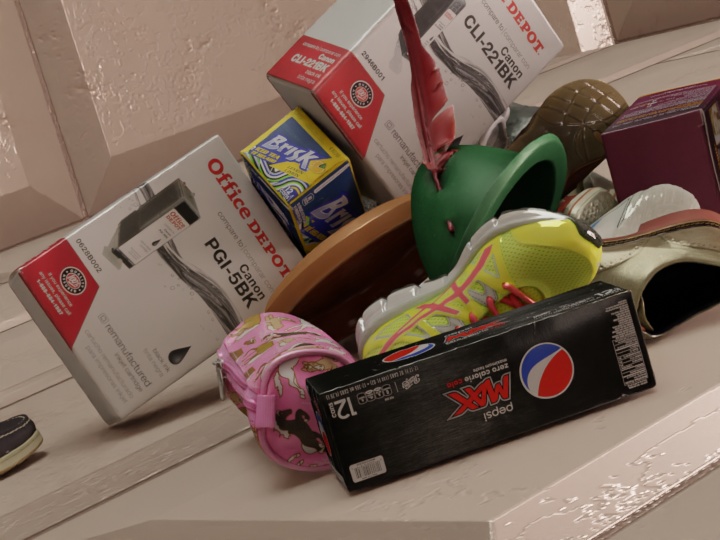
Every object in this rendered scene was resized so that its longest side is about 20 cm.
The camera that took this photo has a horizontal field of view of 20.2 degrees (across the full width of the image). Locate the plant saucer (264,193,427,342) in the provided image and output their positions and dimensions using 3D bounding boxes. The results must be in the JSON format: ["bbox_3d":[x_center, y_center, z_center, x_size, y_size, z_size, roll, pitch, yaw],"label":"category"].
[{"bbox_3d":[0.000,0.000,1.602,0.200,0.032,0.200,-34,-15,-11],"label":"plant saucer"}]

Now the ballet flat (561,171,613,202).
[{"bbox_3d":[0.183,-0.048,1.746,0.199,0.069,0.068,-23,8,-38],"label":"ballet flat"}]

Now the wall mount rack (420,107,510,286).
[{"bbox_3d":[0.072,-0.050,1.721,0.074,0.200,0.174,22,62,18],"label":"wall mount rack"}]

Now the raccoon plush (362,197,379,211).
[{"bbox_3d":[0.030,-0.038,1.978,0.133,0.097,0.200,-8,18,13],"label":"raccoon plush"}]

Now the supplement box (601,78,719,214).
[{"bbox_3d":[0.266,-0.087,1.670,0.085,0.111,0.200,-12,9,19],"label":"supplement box"}]

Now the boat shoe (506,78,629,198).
[{"bbox_3d":[0.157,-0.096,1.694,0.200,0.072,0.068,-42,-2,-41],"label":"boat shoe"}]

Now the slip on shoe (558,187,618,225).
[{"bbox_3d":[0.179,-0.030,1.612,0.061,0.075,0.200,-6,5,15],"label":"slip on shoe"}]

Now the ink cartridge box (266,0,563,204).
[{"bbox_3d":[0.047,-0.170,1.628,0.200,0.144,0.084,-47,33,-12],"label":"ink cartridge box"}]

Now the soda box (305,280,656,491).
[{"bbox_3d":[0.071,0.068,1.219,0.199,0.064,0.071,-18,7,-7],"label":"soda box"}]

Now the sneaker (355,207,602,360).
[{"bbox_3d":[0.078,0.037,1.297,0.200,0.078,0.091,-37,32,33],"label":"sneaker"}]

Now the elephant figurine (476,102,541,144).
[{"bbox_3d":[0.115,-0.067,1.897,0.200,0.156,0.141,-34,49,-30],"label":"elephant figurine"}]

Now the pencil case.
[{"bbox_3d":[-0.044,0.077,1.334,0.086,0.083,0.200,-35,11,-6],"label":"pencil case"}]

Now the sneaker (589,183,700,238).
[{"bbox_3d":[0.173,0.004,1.477,0.199,0.072,0.073,-30,-20,-33],"label":"sneaker"}]

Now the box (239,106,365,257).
[{"bbox_3d":[-0.038,-0.048,1.660,0.064,0.070,0.200,-39,-25,-9],"label":"box"}]

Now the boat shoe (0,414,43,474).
[{"bbox_3d":[-0.337,0.144,1.554,0.199,0.065,0.072,-22,8,-32],"label":"boat shoe"}]

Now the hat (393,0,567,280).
[{"bbox_3d":[0.043,-0.064,1.505,0.175,0.166,0.200,27,60,20],"label":"hat"}]

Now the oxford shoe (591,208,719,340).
[{"bbox_3d":[0.161,0.019,1.350,0.199,0.071,0.075,-24,25,6],"label":"oxford shoe"}]

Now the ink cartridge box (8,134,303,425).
[{"bbox_3d":[-0.158,0.007,1.623,0.200,0.147,0.083,-36,3,-17],"label":"ink cartridge box"}]
